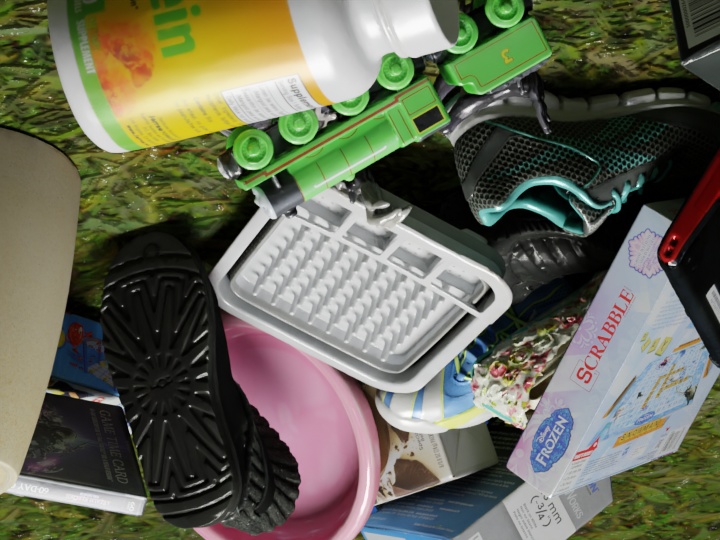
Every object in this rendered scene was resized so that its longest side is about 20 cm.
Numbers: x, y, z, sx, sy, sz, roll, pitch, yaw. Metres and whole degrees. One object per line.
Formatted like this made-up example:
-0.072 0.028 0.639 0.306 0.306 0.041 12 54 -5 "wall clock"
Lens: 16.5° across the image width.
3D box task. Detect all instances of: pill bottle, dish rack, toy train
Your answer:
-0.054 -0.136 1.314 0.200 0.111 0.111 -12 155 14 "pill bottle"
0.000 0.000 1.653 0.172 0.044 0.200 27 147 -10 "dish rack"
0.015 -0.093 1.369 0.200 0.056 0.042 -30 -168 -6 "toy train"

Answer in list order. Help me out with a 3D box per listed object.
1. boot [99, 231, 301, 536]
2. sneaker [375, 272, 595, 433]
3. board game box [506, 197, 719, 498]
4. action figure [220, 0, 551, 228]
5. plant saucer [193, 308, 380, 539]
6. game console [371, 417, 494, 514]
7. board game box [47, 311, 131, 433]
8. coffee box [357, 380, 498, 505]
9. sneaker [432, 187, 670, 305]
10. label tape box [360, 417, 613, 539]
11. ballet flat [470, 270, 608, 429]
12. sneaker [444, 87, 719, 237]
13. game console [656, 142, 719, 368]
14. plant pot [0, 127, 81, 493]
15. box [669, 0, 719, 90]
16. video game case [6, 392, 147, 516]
-0.109 0.082 1.712 0.079 0.211 0.158 -11 174 16 "boot"
0.100 0.041 1.758 0.200 0.076 0.105 -22 139 -22 "sneaker"
0.197 0.043 1.622 0.200 0.041 0.200 -9 130 -59 "board game box"
0.004 -0.089 1.446 0.200 0.102 0.119 -15 156 12 "action figure"
-0.067 0.118 1.814 0.200 0.201 0.051 -25 -176 36 "plant saucer"
0.066 0.174 2.132 0.171 0.118 0.200 -48 142 12 "game console"
-0.274 0.087 1.801 0.196 0.056 0.200 21 145 -35 "board game box"
-0.011 0.127 1.874 0.200 0.113 0.080 -22 174 31 "coffee box"
0.114 -0.016 1.683 0.200 0.060 0.104 2 153 -4 "sneaker"
0.117 0.165 1.883 0.200 0.063 0.144 -36 -164 -23 "label tape box"
0.166 0.042 1.705 0.200 0.064 0.076 -38 145 -3 "ballet flat"
0.148 -0.062 1.545 0.200 0.091 0.078 0 156 -12 "sneaker"
0.253 -0.042 1.547 0.031 0.177 0.200 32 172 28 "game console"
-0.264 0.038 1.543 0.187 0.200 0.187 -4 155 -2 "plant pot"
0.256 -0.157 1.291 0.124 0.149 0.200 -23 150 32 "box"
-0.248 0.108 1.651 0.200 0.143 0.019 13 109 -17 "video game case"
